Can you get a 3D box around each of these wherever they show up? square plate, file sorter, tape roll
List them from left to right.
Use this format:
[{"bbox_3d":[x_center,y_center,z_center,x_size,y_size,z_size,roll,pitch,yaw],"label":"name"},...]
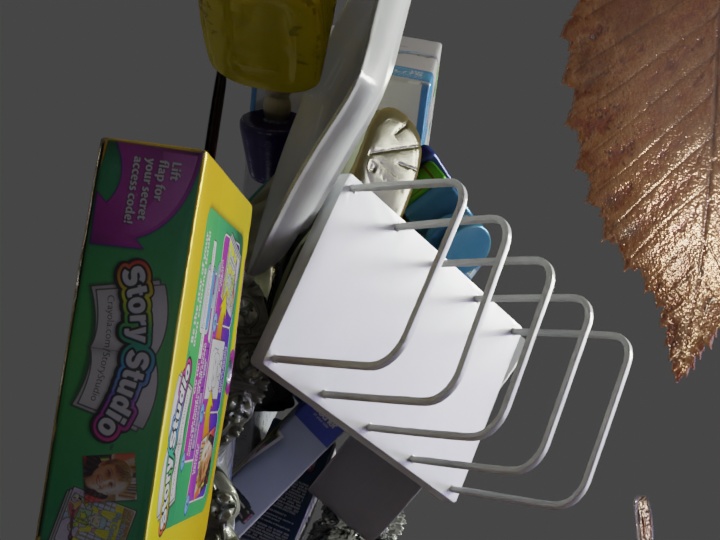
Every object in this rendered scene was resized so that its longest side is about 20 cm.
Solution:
[{"bbox_3d":[-0.012,-0.116,0.864,0.200,0.028,0.199,123,-15,-47],"label":"square plate"},{"bbox_3d":[0.046,0.115,1.047,0.201,0.066,0.200,-51,176,-5],"label":"tape roll"},{"bbox_3d":[0.060,0.048,0.850,0.200,0.124,0.140,39,64,-34],"label":"file sorter"}]

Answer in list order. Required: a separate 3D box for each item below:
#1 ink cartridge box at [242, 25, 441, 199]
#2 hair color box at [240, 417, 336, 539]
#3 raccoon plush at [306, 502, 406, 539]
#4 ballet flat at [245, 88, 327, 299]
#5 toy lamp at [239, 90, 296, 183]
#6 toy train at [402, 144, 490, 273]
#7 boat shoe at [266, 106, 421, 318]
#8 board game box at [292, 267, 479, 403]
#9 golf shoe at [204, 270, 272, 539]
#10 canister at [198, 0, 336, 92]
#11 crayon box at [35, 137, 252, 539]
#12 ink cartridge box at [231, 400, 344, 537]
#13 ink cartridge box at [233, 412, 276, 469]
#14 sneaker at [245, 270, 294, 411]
[{"bbox_3d":[-0.012,-0.123,1.162,0.200,0.145,0.148,-73,170,-70],"label":"ink cartridge box"},{"bbox_3d":[-0.084,0.234,1.134,0.100,0.060,0.201,95,18,-76],"label":"hair color box"},{"bbox_3d":[-0.006,0.221,1.099,0.200,0.096,0.135,88,17,-78],"label":"raccoon plush"},{"bbox_3d":[-0.037,-0.061,0.993,0.201,0.069,0.070,-56,168,-18],"label":"ballet flat"},{"bbox_3d":[-0.062,-0.164,1.012,0.058,0.058,0.202,-74,169,-67],"label":"toy lamp"},{"bbox_3d":[0.000,0.000,1.012,0.085,0.199,0.116,52,2,-37],"label":"toy train"},{"bbox_3d":[-0.019,-0.022,0.925,0.066,0.072,0.202,-8,-127,52],"label":"boat shoe"},{"bbox_3d":[0.027,0.044,1.126,0.135,0.035,0.200,-40,-179,22],"label":"board game box"},{"bbox_3d":[-0.109,0.094,0.860,0.097,0.078,0.202,-157,-102,-73],"label":"golf shoe"},{"bbox_3d":[-0.045,-0.236,0.865,0.149,0.086,0.202,95,6,-70],"label":"canister"},{"bbox_3d":[-0.107,0.048,0.695,0.173,0.058,0.202,59,39,-83],"label":"crayon box"},{"bbox_3d":[-0.060,0.139,0.975,0.200,0.042,0.119,-43,178,3],"label":"ink cartridge box"},{"bbox_3d":[-0.086,0.047,1.180,0.200,0.040,0.202,-68,168,-71],"label":"ink cartridge box"},{"bbox_3d":[-0.076,0.044,0.941,0.201,0.090,0.067,93,5,-56],"label":"sneaker"}]
